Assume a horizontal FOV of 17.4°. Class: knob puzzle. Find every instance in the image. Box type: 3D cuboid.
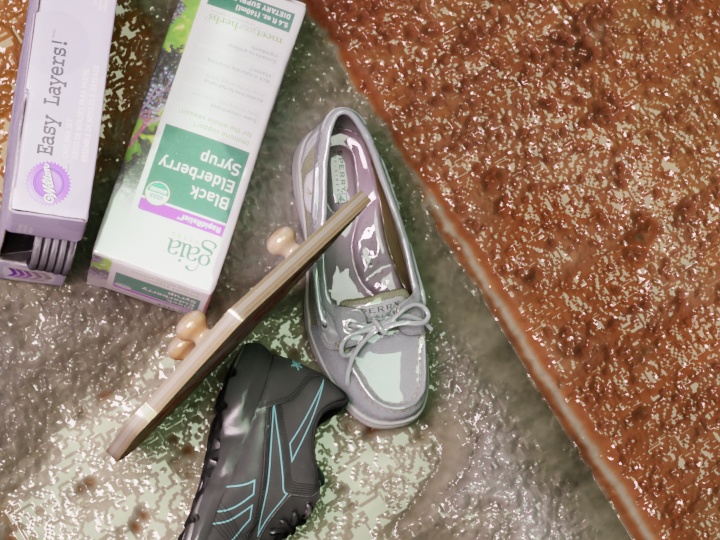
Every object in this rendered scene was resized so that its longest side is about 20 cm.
[{"bbox_3d":[-0.093,0.041,1.403,0.030,0.220,0.220,44,74,1],"label":"knob puzzle"}]

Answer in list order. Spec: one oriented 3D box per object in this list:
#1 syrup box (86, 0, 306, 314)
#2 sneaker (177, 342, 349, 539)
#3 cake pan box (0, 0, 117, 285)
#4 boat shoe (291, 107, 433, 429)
[{"bbox_3d":[-0.103,-0.078,1.478,0.079,0.081,0.201,19,73,-4],"label":"syrup box"},{"bbox_3d":[-0.066,0.145,1.437,0.079,0.075,0.201,19,75,-8],"label":"sneaker"},{"bbox_3d":[-0.183,-0.099,1.415,0.052,0.184,0.201,8,75,-8],"label":"cake pan box"},{"bbox_3d":[0.001,-0.001,1.486,0.074,0.065,0.203,-7,79,-11],"label":"boat shoe"}]
